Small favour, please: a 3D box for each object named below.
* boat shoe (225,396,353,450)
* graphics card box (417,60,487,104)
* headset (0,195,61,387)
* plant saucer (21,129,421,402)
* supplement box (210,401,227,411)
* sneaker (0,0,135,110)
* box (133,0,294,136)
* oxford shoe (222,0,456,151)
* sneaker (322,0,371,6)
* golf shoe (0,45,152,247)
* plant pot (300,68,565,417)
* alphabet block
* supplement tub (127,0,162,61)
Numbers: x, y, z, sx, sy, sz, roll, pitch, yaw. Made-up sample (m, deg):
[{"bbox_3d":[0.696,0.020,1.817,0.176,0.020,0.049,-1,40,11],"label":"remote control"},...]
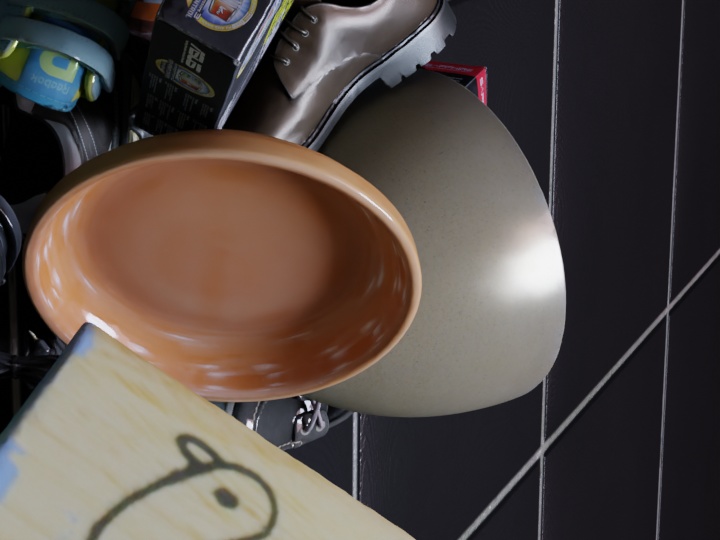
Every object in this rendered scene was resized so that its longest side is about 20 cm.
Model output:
[{"bbox_3d":[-0.023,0.064,1.369,0.200,0.057,0.067,-40,135,-63],"label":"boat shoe"},{"bbox_3d":[-0.005,-0.087,1.478,0.200,0.125,0.051,-47,140,-59],"label":"graphics card box"},{"bbox_3d":[-0.191,0.019,1.067,0.200,0.094,0.124,87,16,-71],"label":"headset"},{"bbox_3d":[-0.069,-0.006,1.134,0.200,0.200,0.038,70,17,-50],"label":"plant saucer"},{"bbox_3d":[-0.095,0.009,1.346,0.126,0.073,0.200,-62,150,-45],"label":"supplement box"},{"bbox_3d":[-0.119,-0.149,1.061,0.200,0.079,0.131,-38,-145,54],"label":"sneaker"},{"bbox_3d":[-0.049,-0.150,1.085,0.160,0.044,0.200,-62,-177,-14],"label":"box"},{"bbox_3d":[-0.042,-0.113,1.223,0.200,0.073,0.084,-44,136,-17],"label":"oxford shoe"},{"bbox_3d":[-0.029,-0.154,1.361,0.200,0.090,0.079,-168,-95,-74],"label":"sneaker"},{"bbox_3d":[-0.159,-0.025,1.194,0.094,0.078,0.200,-23,121,-43],"label":"golf shoe"},{"bbox_3d":[0.000,0.000,1.268,0.134,0.200,0.201,-20,121,-30],"label":"plant pot"},{"bbox_3d":[-0.119,0.186,1.064,0.196,0.200,0.195,-55,-177,43],"label":"alphabet block"},{"bbox_3d":[-0.097,-0.198,1.225,0.107,0.107,0.200,-56,148,-51],"label":"supplement tub"}]
